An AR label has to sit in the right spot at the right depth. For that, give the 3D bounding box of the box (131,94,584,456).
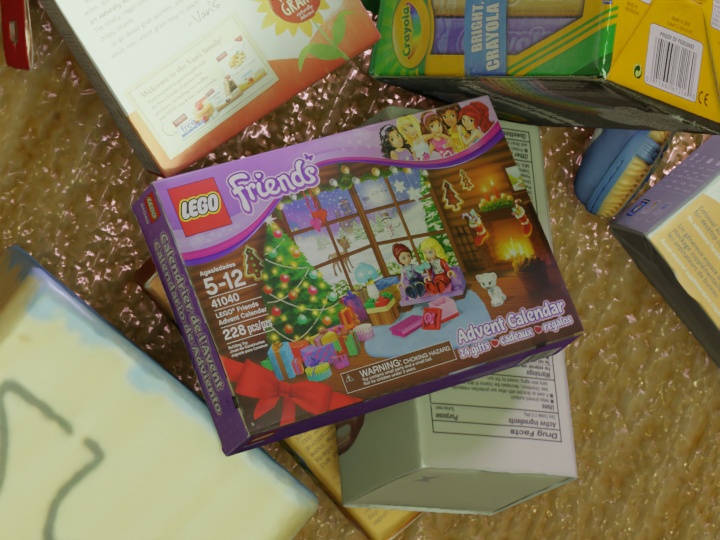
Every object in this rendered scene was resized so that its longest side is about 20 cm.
[{"bbox_3d":[0.000,0.000,1.457,0.200,0.039,0.137,-16,78,-27],"label":"box"}]

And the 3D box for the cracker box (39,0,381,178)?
[{"bbox_3d":[-0.099,-0.165,1.447,0.134,0.058,0.200,-33,104,-10],"label":"cracker box"}]

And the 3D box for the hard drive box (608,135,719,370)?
[{"bbox_3d":[0.269,-0.028,1.635,0.200,0.077,0.156,-41,101,-5],"label":"hard drive box"}]

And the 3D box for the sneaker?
[{"bbox_3d":[0.152,-0.130,1.617,0.088,0.075,0.200,23,88,5],"label":"sneaker"}]

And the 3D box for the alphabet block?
[{"bbox_3d":[-0.166,0.127,1.505,0.195,0.196,0.200,41,87,-10],"label":"alphabet block"}]

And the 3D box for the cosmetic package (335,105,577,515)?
[{"bbox_3d":[0.043,0.023,1.545,0.103,0.087,0.200,8,68,-30],"label":"cosmetic package"}]

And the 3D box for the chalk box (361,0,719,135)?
[{"bbox_3d":[0.091,-0.147,1.536,0.124,0.200,0.124,16,82,-50],"label":"chalk box"}]

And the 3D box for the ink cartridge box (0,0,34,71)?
[{"bbox_3d":[-0.154,-0.207,1.519,0.067,0.116,0.200,-2,96,-13],"label":"ink cartridge box"}]

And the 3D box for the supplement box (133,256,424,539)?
[{"bbox_3d":[-0.035,0.058,1.590,0.069,0.067,0.200,-44,100,-5],"label":"supplement box"}]
